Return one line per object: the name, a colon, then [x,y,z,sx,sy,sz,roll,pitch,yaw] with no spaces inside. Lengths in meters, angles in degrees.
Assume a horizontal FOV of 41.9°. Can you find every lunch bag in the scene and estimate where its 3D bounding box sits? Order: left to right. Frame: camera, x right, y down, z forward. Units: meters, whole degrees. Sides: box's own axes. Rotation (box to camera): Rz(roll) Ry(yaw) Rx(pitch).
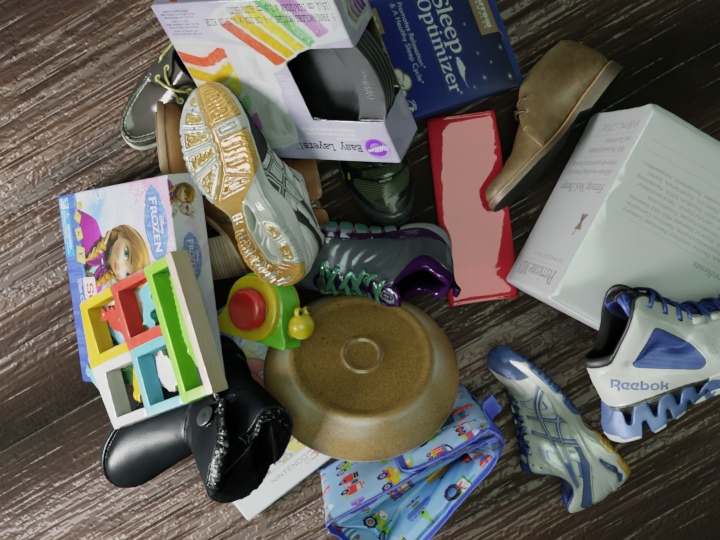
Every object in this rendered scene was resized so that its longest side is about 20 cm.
lunch bag: [0.064,0.199,0.948,0.200,0.151,0.094,-39,99,0]

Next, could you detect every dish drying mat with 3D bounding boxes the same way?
dish drying mat: [0.119,-0.066,1.000,0.076,0.018,0.201,-8,94,1]

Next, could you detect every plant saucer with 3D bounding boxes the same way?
plant saucer: [0.001,0.092,0.941,0.199,0.036,0.201,1,53,-1]

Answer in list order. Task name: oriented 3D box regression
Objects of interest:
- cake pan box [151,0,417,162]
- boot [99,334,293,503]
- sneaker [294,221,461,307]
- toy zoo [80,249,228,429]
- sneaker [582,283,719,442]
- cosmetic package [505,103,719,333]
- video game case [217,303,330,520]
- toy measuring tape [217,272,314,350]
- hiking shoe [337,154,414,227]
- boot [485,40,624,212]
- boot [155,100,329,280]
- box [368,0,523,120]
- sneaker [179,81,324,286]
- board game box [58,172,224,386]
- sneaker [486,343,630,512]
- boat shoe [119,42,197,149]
cake pan box: [-0.060,-0.179,0.834,0.199,0.184,0.052,7,56,29]
boot: [-0.165,0.172,0.915,0.200,0.168,0.076,-45,124,0]
sneaker: [0.000,0.000,0.947,0.199,0.088,0.075,-7,132,-4]
toy zoo: [-0.208,0.073,0.888,0.200,0.020,0.132,-23,82,42]
sneaker: [0.273,0.050,0.804,0.199,0.081,0.115,-32,101,2]
cosmetic package: [0.276,-0.032,0.920,0.166,0.167,0.201,28,92,-7]
video game case: [-0.110,0.136,1.010,0.182,0.023,0.200,-38,92,2]
toy measuring tape: [-0.126,0.027,0.950,0.199,0.073,0.074,14,94,33]
hiking shoe: [0.004,-0.139,0.954,0.075,0.101,0.201,-18,93,2]
boot: [0.182,-0.150,0.975,0.075,0.074,0.200,37,85,9]
boot: [-0.120,-0.096,0.968,0.154,0.074,0.201,-18,112,-4]
box: [0.082,-0.222,0.933,0.199,0.032,0.122,-22,92,-32]
sneaker: [-0.099,-0.086,0.886,0.075,0.088,0.201,-14,109,29]
board game box: [-0.222,0.013,0.934,0.199,0.041,0.201,-5,94,43]
sneaker: [0.191,0.169,0.985,0.088,0.075,0.200,-42,92,3]
boat shoe: [-0.178,-0.206,0.971,0.072,0.061,0.201,45,93,-3]
